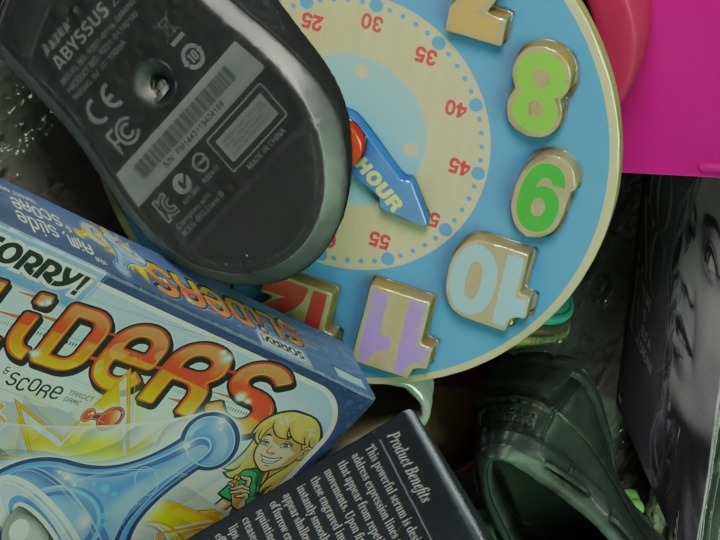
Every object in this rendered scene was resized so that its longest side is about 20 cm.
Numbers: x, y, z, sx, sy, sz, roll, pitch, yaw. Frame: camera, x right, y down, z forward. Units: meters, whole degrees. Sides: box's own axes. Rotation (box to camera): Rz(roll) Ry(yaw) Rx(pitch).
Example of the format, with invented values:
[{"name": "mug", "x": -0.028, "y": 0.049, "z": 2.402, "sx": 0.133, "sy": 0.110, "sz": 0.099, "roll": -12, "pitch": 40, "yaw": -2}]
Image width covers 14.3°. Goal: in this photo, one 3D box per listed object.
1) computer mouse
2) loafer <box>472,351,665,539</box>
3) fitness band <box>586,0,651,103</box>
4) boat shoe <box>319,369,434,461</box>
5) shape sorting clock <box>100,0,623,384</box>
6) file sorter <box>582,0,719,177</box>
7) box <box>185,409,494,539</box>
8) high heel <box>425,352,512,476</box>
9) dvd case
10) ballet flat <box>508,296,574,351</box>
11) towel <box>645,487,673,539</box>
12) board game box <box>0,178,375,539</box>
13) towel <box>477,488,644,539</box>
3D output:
[{"name": "computer mouse", "x": -0.068, "y": -0.086, "z": 0.997, "sx": 0.138, "sy": 0.200, "sz": 0.053, "roll": -40, "pitch": 172, "yaw": 24}, {"name": "loafer", "x": 0.092, "y": 0.123, "z": 1.222, "sx": 0.201, "sy": 0.068, "sz": 0.071, "roll": 64, "pitch": 36, "yaw": -36}, {"name": "fitness band", "x": 0.007, "y": -0.101, "z": 1.049, "sx": 0.037, "sy": 0.199, "sz": 0.144, "roll": -62, "pitch": 159, "yaw": -50}, {"name": "boat shoe", "x": -0.068, "y": 0.057, "z": 1.104, "sx": 0.199, "sy": 0.070, "sz": 0.071, "roll": -10, "pitch": 130, "yaw": -3}, {"name": "shape sorting clock", "x": -0.005, "y": -0.050, "z": 1.031, "sx": 0.039, "sy": 0.199, "sz": 0.201, "roll": -58, "pitch": 153, "yaw": -58}, {"name": "file sorter", "x": 0.094, "y": -0.154, "z": 1.077, "sx": 0.126, "sy": 0.138, "sz": 0.201, "roll": -61, "pitch": 146, "yaw": -45}, {"name": "box", "x": -0.021, "y": 0.174, "z": 1.038, "sx": 0.199, "sy": 0.107, "sz": 0.149, "roll": -30, "pitch": 126, "yaw": 1}, {"name": "high heel", "x": 0.018, "y": 0.083, "z": 1.196, "sx": 0.199, "sy": 0.096, "sz": 0.068, "roll": -7, "pitch": 123, "yaw": -30}, {"name": "dvd case", "x": 0.138, "y": 0.005, "z": 1.206, "sx": 0.016, "sy": 0.149, "sz": 0.201, "roll": 1, "pitch": 117, "yaw": -9}, {"name": "ballet flat", "x": 0.000, "y": 0.000, "z": 1.168, "sx": 0.199, "sy": 0.071, "sz": 0.071, "roll": 20, "pitch": 103, "yaw": -40}, {"name": "towel", "x": 0.177, "y": 0.115, "z": 1.346, "sx": 0.132, "sy": 0.034, "sz": 0.201, "roll": -14, "pitch": 124, "yaw": -43}, {"name": "board game box", "x": -0.109, "y": 0.048, "z": 1.000, "sx": 0.200, "sy": 0.035, "sz": 0.135, "roll": 26, "pitch": 114, "yaw": -40}, {"name": "towel", "x": 0.054, "y": 0.198, "z": 1.301, "sx": 0.149, "sy": 0.031, "sz": 0.201, "roll": -6, "pitch": 118, "yaw": -33}]
